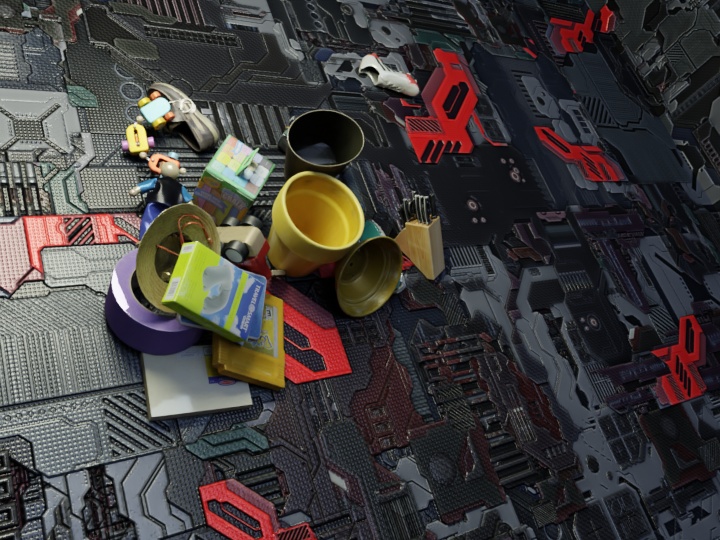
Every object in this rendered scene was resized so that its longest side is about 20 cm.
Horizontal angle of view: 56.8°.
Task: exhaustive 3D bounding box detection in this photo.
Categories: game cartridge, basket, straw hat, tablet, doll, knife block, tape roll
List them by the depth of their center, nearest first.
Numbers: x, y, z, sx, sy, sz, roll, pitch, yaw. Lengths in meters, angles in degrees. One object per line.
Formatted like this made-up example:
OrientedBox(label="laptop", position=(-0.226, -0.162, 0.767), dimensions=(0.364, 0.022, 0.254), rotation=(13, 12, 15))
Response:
OrientedBox(label="straw hat", position=(-0.358, -0.026, 1.242), dimensions=(0.200, 0.084, 0.204), rotation=(-15, 109, -52))
OrientedBox(label="tablet", position=(-0.261, 0.054, 1.279), dimensions=(0.199, 0.014, 0.132), rotation=(21, 70, -48))
OrientedBox(label="tape roll", position=(-0.383, 0.055, 1.284), dimensions=(0.198, 0.085, 0.202), rotation=(17, 46, -18))
OrientedBox(label="game cartridge", position=(-0.223, 0.127, 1.351), dimensions=(0.176, 0.032, 0.202), rotation=(27, 46, -44))
OrientedBox(label="doll", position=(-0.419, -0.139, 1.398), dimensions=(0.135, 0.048, 0.202), rotation=(17, 67, -23))
OrientedBox(label="basket", position=(-0.106, -0.263, 1.553), dimensions=(0.178, 0.200, 0.138), rotation=(-10, 77, -22))
OrientedBox(label="knife block", position=(0.170, -0.099, 1.687), dimensions=(0.200, 0.176, 0.064), rotation=(47, 49, 3))

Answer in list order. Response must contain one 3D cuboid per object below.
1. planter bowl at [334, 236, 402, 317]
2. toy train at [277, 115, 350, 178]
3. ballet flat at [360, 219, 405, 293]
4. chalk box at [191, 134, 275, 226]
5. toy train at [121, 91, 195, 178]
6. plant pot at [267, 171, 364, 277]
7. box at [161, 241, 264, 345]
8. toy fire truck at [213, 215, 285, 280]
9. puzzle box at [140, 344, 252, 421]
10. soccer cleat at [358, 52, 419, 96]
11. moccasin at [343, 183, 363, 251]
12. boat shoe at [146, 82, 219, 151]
OrientedBox(label="planter bowl", position=(0.000, 0.000, 1.549), dimensions=(0.199, 0.203, 0.083), rotation=(-14, 33, -38))
OrientedBox(label="toy train", position=(-0.119, -0.307, 1.708), dimensions=(0.200, 0.085, 0.114), rotation=(43, 61, -5))
OrientedBox(label="ballet flat", position=(0.056, -0.030, 1.657), dimensions=(0.071, 0.072, 0.202), rotation=(-11, 69, -36))
OrientedBox(label="chalk box", position=(-0.277, -0.195, 1.450), dimensions=(0.123, 0.200, 0.125), rotation=(32, 49, -10))
OrientedBox(label="toy train", position=(-0.445, -0.294, 1.490), dimensions=(0.149, 0.056, 0.202), rotation=(15, 75, -10))
OrientedBox(label="plant pot", position=(-0.118, -0.085, 1.487), dimensions=(0.199, 0.189, 0.203), rotation=(16, 53, -22))
OrientedBox(label="box", position=(-0.260, 0.048, 1.234), dimensions=(0.200, 0.047, 0.123), rotation=(37, 59, -41))
OrientedBox(label="toy fire truck", position=(-0.254, -0.019, 1.409), dimensions=(0.201, 0.174, 0.129), rotation=(66, 34, -40))
OrientedBox(label="puzzle box", position=(-0.314, 0.211, 1.282), dimensions=(0.198, 0.025, 0.134), rotation=(0, 60, -32))
OrientedBox(label="soccer cleat", position=(0.086, -0.580, 2.022), dimensions=(0.199, 0.069, 0.086), rotation=(33, 58, -5))
OrientedBox(label="moccasin", position=(-0.030, -0.117, 1.646), dimensions=(0.067, 0.080, 0.202), rotation=(1, 73, -15))
OrientedBox(label="boat shoe", position=(-0.421, -0.356, 1.549), dimensions=(0.199, 0.075, 0.073), rotation=(39, 48, -3))
